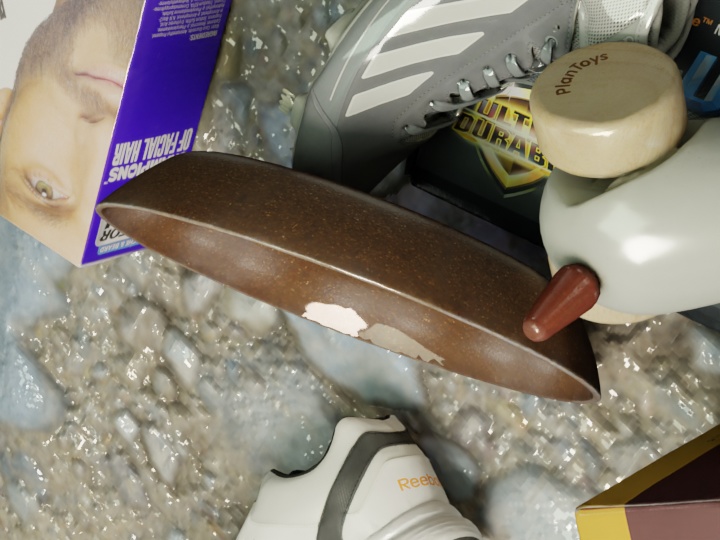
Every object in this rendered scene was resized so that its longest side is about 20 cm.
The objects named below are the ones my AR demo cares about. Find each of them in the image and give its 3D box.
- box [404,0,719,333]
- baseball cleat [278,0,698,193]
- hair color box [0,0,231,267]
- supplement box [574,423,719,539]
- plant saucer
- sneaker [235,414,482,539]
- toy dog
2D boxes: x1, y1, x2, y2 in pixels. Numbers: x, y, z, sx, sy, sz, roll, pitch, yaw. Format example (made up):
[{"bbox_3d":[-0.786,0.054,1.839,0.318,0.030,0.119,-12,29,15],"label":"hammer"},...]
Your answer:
[{"bbox_3d":[0.122,-0.069,0.683,0.200,0.046,0.159,28,117,29],"label":"box"},{"bbox_3d":[0.047,-0.080,0.664,0.106,0.070,0.200,42,126,15],"label":"baseball cleat"},{"bbox_3d":[-0.119,-0.116,0.843,0.109,0.065,0.200,31,120,27],"label":"hair color box"},{"bbox_3d":[0.206,0.145,0.619,0.200,0.133,0.198,-11,95,38],"label":"supplement box"},{"bbox_3d":[0.000,0.000,0.718,0.200,0.200,0.035,15,80,33],"label":"plant saucer"},{"bbox_3d":[-0.029,0.135,0.843,0.200,0.074,0.080,-41,62,32],"label":"sneaker"},{"bbox_3d":[0.128,-0.005,0.591,0.200,0.096,0.132,-8,129,41],"label":"toy dog"}]
